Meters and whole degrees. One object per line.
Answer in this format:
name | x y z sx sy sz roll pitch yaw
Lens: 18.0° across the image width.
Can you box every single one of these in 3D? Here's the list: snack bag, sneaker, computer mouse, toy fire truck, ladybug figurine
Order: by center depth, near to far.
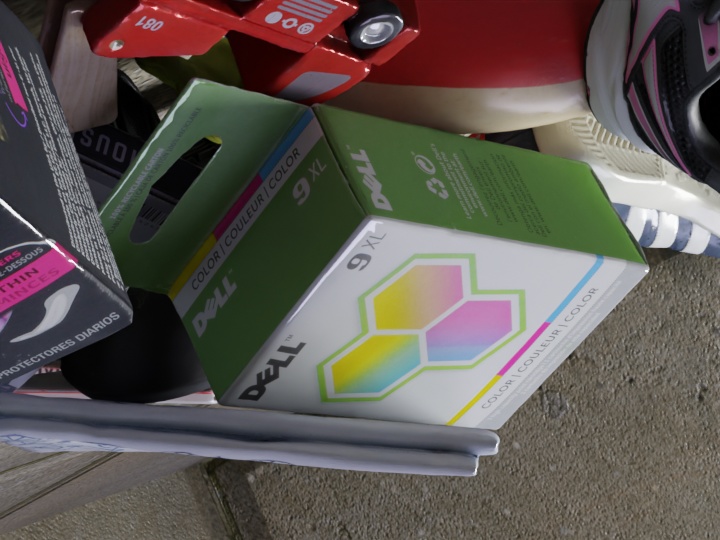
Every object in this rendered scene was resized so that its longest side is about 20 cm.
toy fire truck | -0.089 -0.083 0.776 0.141 0.049 0.199 -36 150 29
sneaker | 0.127 -0.113 0.801 0.080 0.086 0.201 -27 134 -14
snack bag | -0.045 0.066 0.897 0.187 0.022 0.200 4 176 0
ladybug figurine | 0.047 -0.119 0.897 0.199 0.136 0.072 -14 141 -16
sneaker | 0.117 -0.037 0.998 0.084 0.076 0.199 -26 150 36
computer mouse | -0.084 0.001 1.050 0.137 0.053 0.200 -1 -160 12

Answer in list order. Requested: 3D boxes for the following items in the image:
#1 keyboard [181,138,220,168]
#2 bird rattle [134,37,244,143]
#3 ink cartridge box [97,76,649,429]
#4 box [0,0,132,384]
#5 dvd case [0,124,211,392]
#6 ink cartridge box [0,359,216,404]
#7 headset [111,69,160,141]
keyboard | -0.113 -0.049 1.147 0.199 0.021 0.127 -24 -167 -12
bird rattle | -0.009 -0.076 0.969 0.163 0.113 0.200 -49 -156 -4
ink cartridge box | 0.000 0.000 0.846 0.199 0.060 0.104 9 133 -41
box | -0.162 -0.036 0.629 0.122 0.107 0.200 -25 155 7
dvd case | -0.165 -0.019 0.893 0.150 0.025 0.200 25 146 -20
ink cartridge box | -0.166 0.041 1.089 0.198 0.045 0.176 1 -159 -3
headset | -0.137 -0.031 1.026 0.123 0.095 0.200 -23 -175 -14
